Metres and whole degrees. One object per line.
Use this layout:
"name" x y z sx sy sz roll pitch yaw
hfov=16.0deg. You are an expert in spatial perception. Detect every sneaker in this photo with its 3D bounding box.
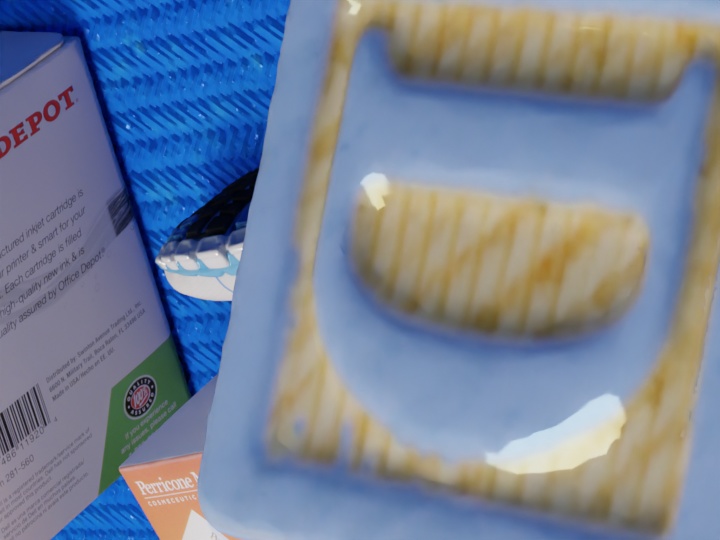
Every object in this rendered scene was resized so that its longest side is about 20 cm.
"sneaker" 0.000 0.000 1.032 0.199 0.075 0.087 -7 122 43

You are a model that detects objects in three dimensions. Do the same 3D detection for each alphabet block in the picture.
"alphabet block" 0.093 0.009 0.793 0.194 0.200 0.198 10 86 34

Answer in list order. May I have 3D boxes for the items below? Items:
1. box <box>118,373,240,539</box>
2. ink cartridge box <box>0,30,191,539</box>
"box" 0.008 0.134 1.105 0.124 0.097 0.201 -14 110 45
"ink cartridge box" -0.169 0.012 1.126 0.084 0.146 0.201 8 125 38
